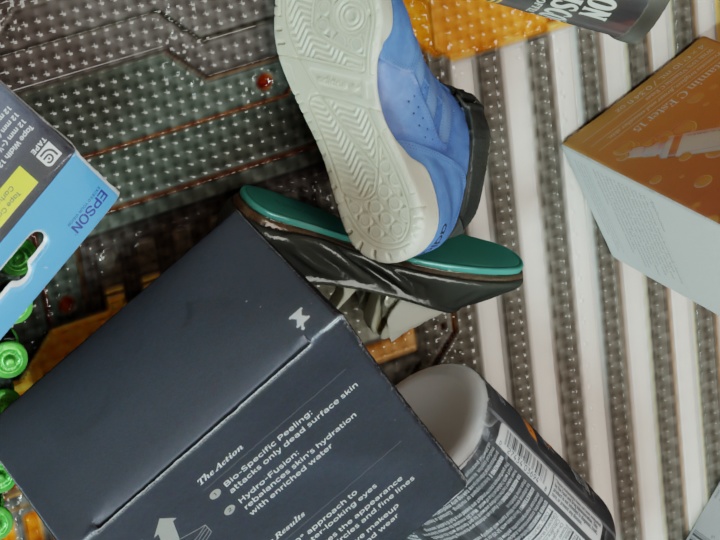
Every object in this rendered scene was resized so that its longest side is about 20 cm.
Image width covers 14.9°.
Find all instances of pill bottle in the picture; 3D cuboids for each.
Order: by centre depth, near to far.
[{"bbox_3d":[0.090,0.155,1.730,0.106,0.106,0.200,-48,125,-6],"label":"pill bottle"}]

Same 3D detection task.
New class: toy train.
[{"bbox_3d":[-0.219,0.063,1.555,0.056,0.042,0.201,1,108,-19],"label":"toy train"}]

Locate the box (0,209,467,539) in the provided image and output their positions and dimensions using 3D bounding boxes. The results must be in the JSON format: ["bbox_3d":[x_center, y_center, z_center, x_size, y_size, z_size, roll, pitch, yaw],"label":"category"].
[{"bbox_3d":[-0.075,0.108,1.570,0.197,0.117,0.200,-41,140,-4],"label":"box"}]

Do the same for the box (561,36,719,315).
[{"bbox_3d":[0.237,-0.049,1.681,0.124,0.200,0.098,-37,123,-14],"label":"box"}]

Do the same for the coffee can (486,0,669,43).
[{"bbox_3d":[0.076,-0.221,1.516,0.199,0.146,0.147,14,102,-10],"label":"coffee can"}]

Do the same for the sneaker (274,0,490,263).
[{"bbox_3d":[0.017,-0.108,1.612,0.111,0.077,0.201,-17,90,-63],"label":"sneaker"}]

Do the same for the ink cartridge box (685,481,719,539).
[{"bbox_3d":[0.321,0.193,1.918,0.200,0.047,0.198,29,91,-36],"label":"ink cartridge box"}]

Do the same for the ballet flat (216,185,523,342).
[{"bbox_3d":[0.000,0.000,1.648,0.199,0.068,0.069,13,111,-23],"label":"ballet flat"}]

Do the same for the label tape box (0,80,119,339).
[{"bbox_3d":[-0.248,-0.054,1.474,0.143,0.066,0.200,-50,124,-5],"label":"label tape box"}]
